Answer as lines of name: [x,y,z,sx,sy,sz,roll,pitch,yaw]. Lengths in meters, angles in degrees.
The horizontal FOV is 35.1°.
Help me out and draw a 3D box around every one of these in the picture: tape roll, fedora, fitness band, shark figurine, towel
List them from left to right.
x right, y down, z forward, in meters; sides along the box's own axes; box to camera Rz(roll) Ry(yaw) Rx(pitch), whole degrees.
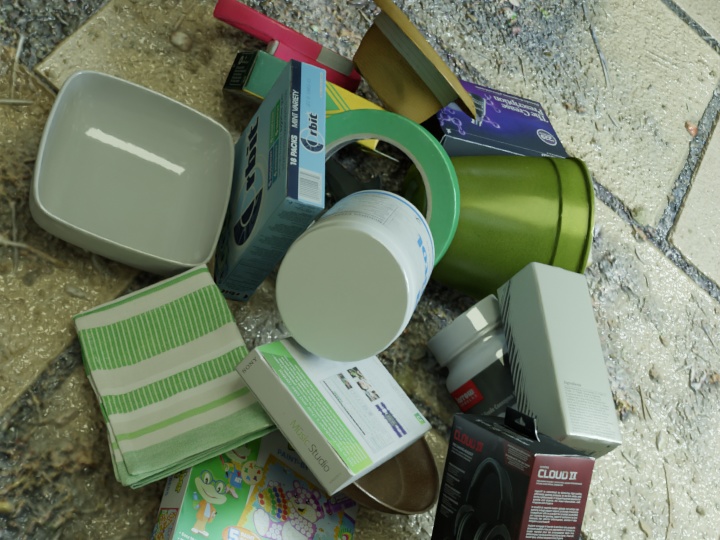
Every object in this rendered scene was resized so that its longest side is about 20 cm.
towel: [-0.178,0.093,1.058,0.151,0.024,0.201,-22,53,-10]
fitness band: [-0.083,-0.266,1.349,0.199,0.038,0.144,22,11,-35]
shark figurine: [-0.018,-0.099,1.315,0.128,0.089,0.216,-28,81,-41]
tape roll: [0.008,-0.073,1.238,0.201,0.200,0.048,49,12,3]
fedora: [0.049,-0.229,1.305,0.201,0.082,0.201,48,7,-8]

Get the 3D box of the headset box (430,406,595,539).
headset box: [0.142,0.236,1.102,0.076,0.148,0.203,8,95,-27]

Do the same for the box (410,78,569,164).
box: [0.154,-0.167,1.446,0.198,0.079,0.142,10,43,-27]

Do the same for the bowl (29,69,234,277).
bowl: [-0.239,-0.092,1.176,0.198,0.075,0.202,21,54,-21]

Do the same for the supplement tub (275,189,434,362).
supplement tub: [0.000,0.000,1.114,0.132,0.132,0.200,43,17,-3]

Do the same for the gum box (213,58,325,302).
gum box: [-0.095,-0.089,1.181,0.044,0.200,0.172,14,55,-23]

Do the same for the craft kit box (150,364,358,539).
craft kit box: [-0.090,0.222,1.072,0.199,0.048,0.199,34,45,-29]

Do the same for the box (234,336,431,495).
box: [-0.020,0.122,1.079,0.145,0.036,0.200,51,20,12]

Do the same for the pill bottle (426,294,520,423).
pill bottle: [0.167,0.136,1.270,0.113,0.114,0.201,-29,80,-40]

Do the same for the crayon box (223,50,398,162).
crayon box: [-0.051,-0.192,1.322,0.198,0.126,0.052,23,92,-20]

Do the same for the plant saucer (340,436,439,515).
plant saucer: [-0.003,0.165,1.130,0.200,0.037,0.201,38,24,-20]

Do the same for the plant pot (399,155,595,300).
plant pot: [0.144,-0.052,1.333,0.190,0.201,0.202,10,57,-13]

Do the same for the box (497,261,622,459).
box: [0.206,0.098,1.196,0.081,0.068,0.202,14,54,-29]
